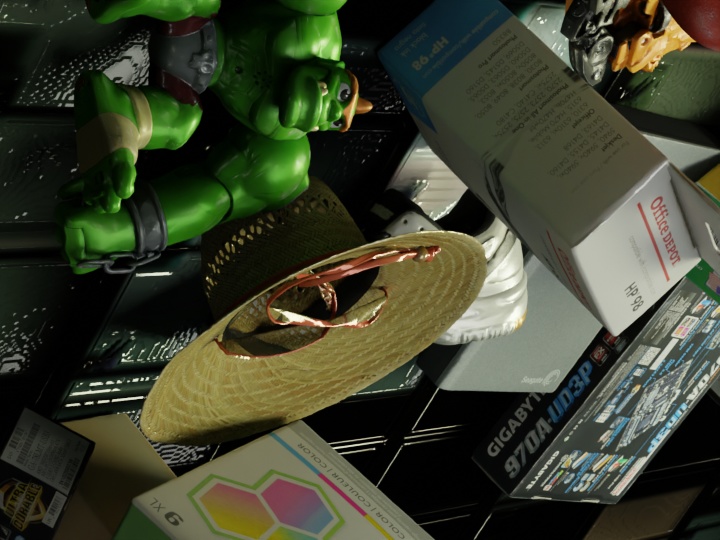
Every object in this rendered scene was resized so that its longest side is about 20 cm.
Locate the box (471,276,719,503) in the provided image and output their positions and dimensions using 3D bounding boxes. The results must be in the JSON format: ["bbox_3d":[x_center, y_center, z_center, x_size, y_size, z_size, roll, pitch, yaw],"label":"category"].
[{"bbox_3d":[0.185,0.073,1.570,0.200,0.046,0.159,-54,150,17],"label":"box"}]

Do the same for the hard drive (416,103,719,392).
[{"bbox_3d":[0.132,-0.009,1.411,0.139,0.033,0.200,5,125,-54],"label":"hard drive"}]

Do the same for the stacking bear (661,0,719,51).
[{"bbox_3d":[0.128,-0.175,1.021,0.114,0.200,0.122,-36,150,-14],"label":"stacking bear"}]

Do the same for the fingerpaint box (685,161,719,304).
[{"bbox_3d":[0.316,-0.007,1.438,0.167,0.200,0.073,-37,161,-41],"label":"fingerpaint box"}]

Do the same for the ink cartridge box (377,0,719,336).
[{"bbox_3d":[0.105,-0.046,1.158,0.067,0.200,0.116,-41,151,-3],"label":"ink cartridge box"}]

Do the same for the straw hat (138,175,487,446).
[{"bbox_3d":[-0.036,0.000,1.115,0.200,0.085,0.201,-24,160,-9],"label":"straw hat"}]

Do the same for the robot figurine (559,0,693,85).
[{"bbox_3d":[0.164,-0.189,1.193,0.145,0.058,0.200,-24,145,-31],"label":"robot figurine"}]

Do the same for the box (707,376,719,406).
[{"bbox_3d":[0.365,0.037,1.749,0.200,0.049,0.160,1,126,-52],"label":"box"}]

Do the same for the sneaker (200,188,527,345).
[{"bbox_3d":[0.000,0.000,1.238,0.199,0.076,0.088,-12,109,-31],"label":"sneaker"}]

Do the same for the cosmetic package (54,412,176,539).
[{"bbox_3d":[-0.112,0.179,1.176,0.071,0.200,0.105,-5,132,-48],"label":"cosmetic package"}]

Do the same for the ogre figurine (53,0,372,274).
[{"bbox_3d":[-0.063,-0.094,1.002,0.120,0.098,0.201,-3,101,-33],"label":"ogre figurine"}]

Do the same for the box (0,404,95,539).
[{"bbox_3d":[-0.208,0.193,1.095,0.200,0.050,0.199,-58,-174,28],"label":"box"}]

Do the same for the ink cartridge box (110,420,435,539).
[{"bbox_3d":[-0.059,0.150,1.102,0.200,0.104,0.059,-20,145,-55],"label":"ink cartridge box"}]
